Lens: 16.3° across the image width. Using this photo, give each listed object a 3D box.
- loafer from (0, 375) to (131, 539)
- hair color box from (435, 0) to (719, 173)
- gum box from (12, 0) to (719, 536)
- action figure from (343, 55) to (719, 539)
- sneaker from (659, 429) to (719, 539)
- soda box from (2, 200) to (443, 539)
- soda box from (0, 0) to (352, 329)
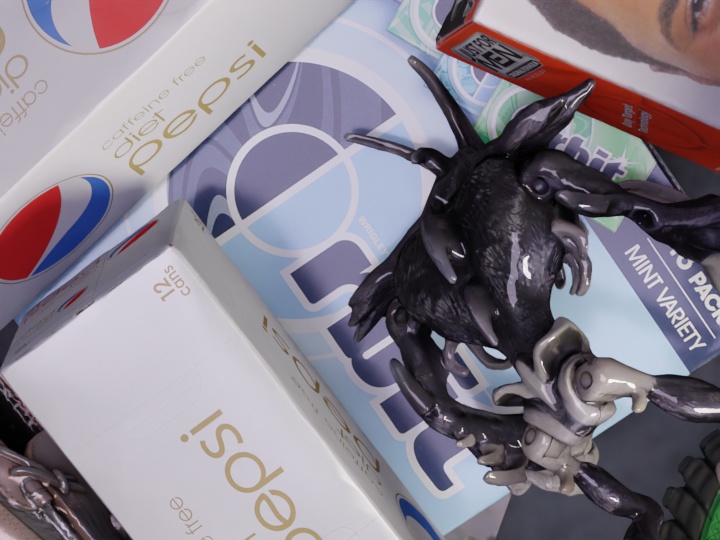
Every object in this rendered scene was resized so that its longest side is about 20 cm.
[{"bbox_3d":[-0.118,0.057,0.816,0.200,0.072,0.063,40,91,3],"label":"loafer"},{"bbox_3d":[0.135,-0.076,0.755,0.200,0.061,0.102,22,85,-7],"label":"hair color box"},{"bbox_3d":[0.000,0.000,0.809,0.200,0.045,0.170,-34,93,8],"label":"gum box"},{"bbox_3d":[0.070,0.028,0.736,0.119,0.102,0.200,-44,58,27],"label":"action figure"},{"bbox_3d":[0.120,0.148,0.766,0.078,0.085,0.200,17,86,-41],"label":"sneaker"},{"bbox_3d":[-0.020,0.081,0.751,0.064,0.068,0.200,-36,101,7],"label":"soda box"},{"bbox_3d":[-0.091,-0.057,0.761,0.200,0.064,0.068,-42,68,4],"label":"soda box"}]
